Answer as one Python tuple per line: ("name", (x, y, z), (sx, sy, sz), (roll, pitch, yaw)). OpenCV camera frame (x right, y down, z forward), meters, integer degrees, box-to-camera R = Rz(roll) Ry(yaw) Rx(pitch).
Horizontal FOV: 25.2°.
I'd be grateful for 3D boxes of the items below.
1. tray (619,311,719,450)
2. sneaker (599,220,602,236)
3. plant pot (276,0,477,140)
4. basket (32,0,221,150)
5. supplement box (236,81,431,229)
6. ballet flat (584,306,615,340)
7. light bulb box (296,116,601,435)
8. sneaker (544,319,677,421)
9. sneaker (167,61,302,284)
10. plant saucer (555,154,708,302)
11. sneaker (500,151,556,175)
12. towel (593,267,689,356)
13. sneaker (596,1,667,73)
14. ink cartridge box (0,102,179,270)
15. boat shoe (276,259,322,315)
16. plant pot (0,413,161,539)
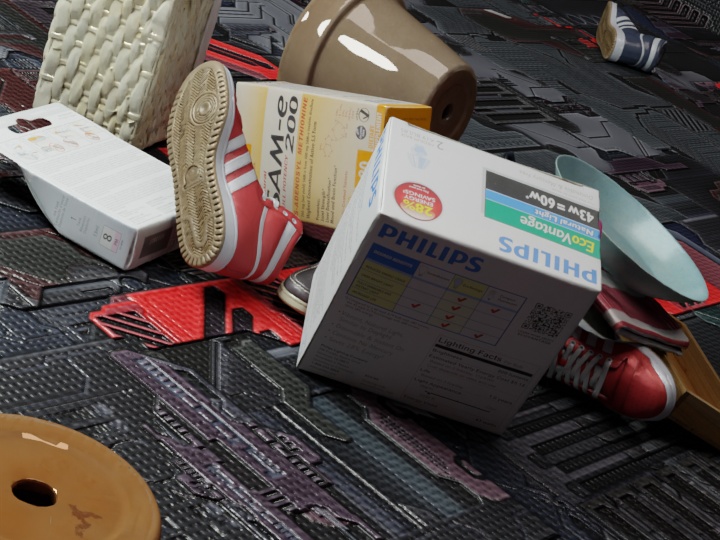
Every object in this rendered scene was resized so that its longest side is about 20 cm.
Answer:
("tray", (0.310, 0.096, 1.591), (0.098, 0.037, 0.201), (32, 21, -25))
("sneaker", (0.126, -0.008, 1.465), (0.088, 0.199, 0.082), (49, 29, -25))
("plant pot", (0.030, -0.206, 1.801), (0.174, 0.202, 0.199), (30, 23, 29))
("basket", (-0.238, -0.233, 1.629), (0.135, 0.201, 0.123), (26, 27, 9))
("supplement box", (-0.033, -0.110, 1.564), (0.199, 0.128, 0.073), (13, 13, 39))
("ballet flat", (0.227, 0.040, 1.674), (0.067, 0.046, 0.201), (49, 21, -20))
("light bulb box", (0.074, 0.008, 1.346), (0.196, 0.201, 0.126), (19, 44, -11))
("sneaker", (0.194, 0.081, 1.503), (0.112, 0.072, 0.199), (5, 21, -45))
("sneaker", (-0.112, -0.083, 1.457), (0.112, 0.071, 0.202), (23, 56, -48))
("plant saucer", (0.254, -0.031, 1.573), (0.200, 0.039, 0.202), (36, 22, -17))
("sneaker", (0.215, -0.063, 1.832), (0.199, 0.082, 0.074), (32, 24, 21))
("towel", (0.229, -0.004, 1.557), (0.143, 0.023, 0.201), (18, 31, -50))
("sneaker", (0.489, -0.417, 2.897), (0.107, 0.071, 0.201), (15, 30, -6))
("ink cartridge box", (-0.246, -0.080, 1.475), (0.199, 0.058, 0.162), (25, 22, 16))
("boat shoe", (0.000, 0.000, 1.505), (0.072, 0.065, 0.199), (39, 28, 30))
("plant pot", (-0.190, 0.170, 0.847), (0.198, 0.141, 0.200), (19, 22, -8))
